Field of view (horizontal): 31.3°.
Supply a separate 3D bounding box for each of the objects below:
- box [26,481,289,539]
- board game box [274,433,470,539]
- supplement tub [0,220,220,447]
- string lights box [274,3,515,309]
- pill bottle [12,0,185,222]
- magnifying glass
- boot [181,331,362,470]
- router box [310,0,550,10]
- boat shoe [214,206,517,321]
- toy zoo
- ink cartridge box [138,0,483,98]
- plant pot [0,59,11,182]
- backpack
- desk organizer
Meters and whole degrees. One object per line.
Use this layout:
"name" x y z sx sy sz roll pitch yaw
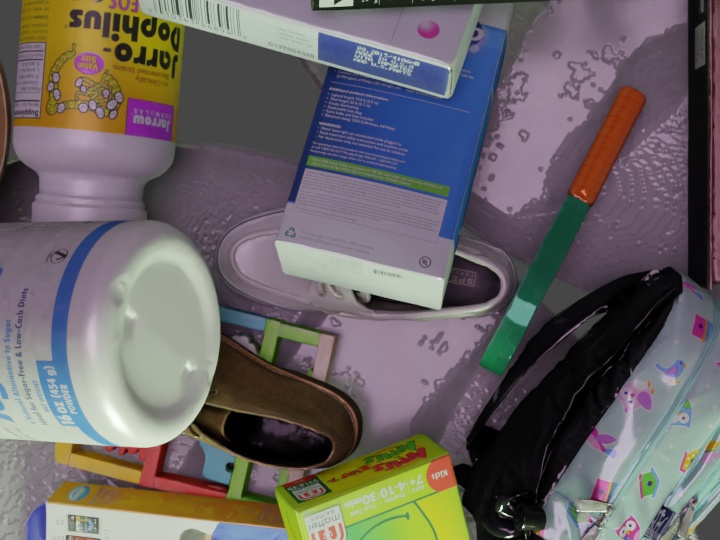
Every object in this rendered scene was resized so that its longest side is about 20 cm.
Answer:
"box" -0.130 0.208 0.851 0.200 0.041 0.119 4 104 5
"board game box" 0.024 0.214 0.794 0.101 0.048 0.200 -18 104 -17
"supplement tub" -0.198 0.036 0.769 0.200 0.132 0.132 -1 91 25
"string lights box" 0.025 -0.087 0.789 0.103 0.059 0.200 14 71 7
"pill bottle" -0.167 -0.123 0.825 0.104 0.104 0.200 5 92 7
"magnifying glass" 0.127 -0.025 0.812 0.022 0.080 0.200 29 84 8
"boot" -0.100 0.079 0.815 0.200 0.075 0.074 16 98 10
"router box" 0.037 -0.244 0.751 0.149 0.051 0.200 -4 60 -6
"boat shoe" 0.000 0.000 0.826 0.200 0.066 0.072 11 93 7
"toy zoo" -0.126 0.083 0.866 0.200 0.020 0.131 13 93 7
"ink cartridge box" -0.010 -0.217 0.788 0.196 0.043 0.200 16 65 7
"plant pot" -0.307 -0.109 0.856 0.200 0.027 0.200 6 103 25
"backpack" 0.158 0.097 0.776 0.127 0.167 0.200 37 92 -11
"desk organizer" 0.246 -0.090 0.791 0.077 0.072 0.200 0 92 5
